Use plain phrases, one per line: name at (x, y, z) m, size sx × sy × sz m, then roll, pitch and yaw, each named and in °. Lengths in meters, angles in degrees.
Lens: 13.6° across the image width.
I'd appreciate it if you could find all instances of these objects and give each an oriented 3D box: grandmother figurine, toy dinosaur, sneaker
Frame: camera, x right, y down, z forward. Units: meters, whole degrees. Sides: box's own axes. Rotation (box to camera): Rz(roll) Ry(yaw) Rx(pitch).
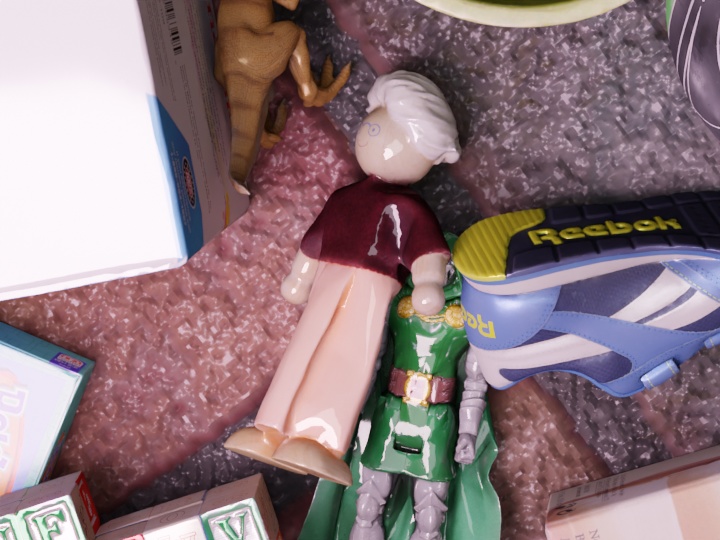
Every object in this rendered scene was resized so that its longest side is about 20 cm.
grandmother figurine at (0.000, 0.000, 1.454) m, size 0.121 × 0.060 × 0.201 m, roll 11°, pitch 79°, yaw 42°
toy dinosaur at (-0.052, -0.094, 1.438) m, size 0.060 × 0.106 × 0.201 m, roll -12°, pitch 59°, yaw 21°
sneaker at (0.142, 0.013, 1.457) m, size 0.199 × 0.074 × 0.083 m, roll -3°, pitch 116°, yaw -5°

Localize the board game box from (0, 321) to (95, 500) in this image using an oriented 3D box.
board game box at (-0.253, 0.079, 1.514) m, size 0.199 × 0.045 × 0.153 m, roll 24°, pitch 98°, yaw 1°

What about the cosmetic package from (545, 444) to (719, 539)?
cosmetic package at (0.198, 0.134, 1.460) m, size 0.199 × 0.087 × 0.104 m, roll -18°, pitch 94°, yaw 7°

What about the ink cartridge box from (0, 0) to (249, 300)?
ink cartridge box at (-0.145, -0.074, 1.407) m, size 0.145 × 0.200 × 0.148 m, roll -10°, pitch 96°, yaw 8°

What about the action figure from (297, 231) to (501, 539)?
action figure at (0.026, 0.080, 1.488) m, size 0.117 × 0.055 × 0.201 m, roll 9°, pitch 94°, yaw 7°

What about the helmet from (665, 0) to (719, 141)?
helmet at (0.232, -0.131, 1.381) m, size 0.199 × 0.200 × 0.191 m, roll 27°, pitch 82°, yaw 1°

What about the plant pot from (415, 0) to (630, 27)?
plant pot at (0.076, -0.216, 1.374) m, size 0.199 × 0.190 × 0.201 m, roll 1°, pitch 97°, yaw 4°

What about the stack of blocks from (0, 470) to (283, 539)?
stack of blocks at (-0.134, 0.160, 1.466) m, size 0.199 × 0.059 × 0.116 m, roll -18°, pitch 97°, yaw 5°
